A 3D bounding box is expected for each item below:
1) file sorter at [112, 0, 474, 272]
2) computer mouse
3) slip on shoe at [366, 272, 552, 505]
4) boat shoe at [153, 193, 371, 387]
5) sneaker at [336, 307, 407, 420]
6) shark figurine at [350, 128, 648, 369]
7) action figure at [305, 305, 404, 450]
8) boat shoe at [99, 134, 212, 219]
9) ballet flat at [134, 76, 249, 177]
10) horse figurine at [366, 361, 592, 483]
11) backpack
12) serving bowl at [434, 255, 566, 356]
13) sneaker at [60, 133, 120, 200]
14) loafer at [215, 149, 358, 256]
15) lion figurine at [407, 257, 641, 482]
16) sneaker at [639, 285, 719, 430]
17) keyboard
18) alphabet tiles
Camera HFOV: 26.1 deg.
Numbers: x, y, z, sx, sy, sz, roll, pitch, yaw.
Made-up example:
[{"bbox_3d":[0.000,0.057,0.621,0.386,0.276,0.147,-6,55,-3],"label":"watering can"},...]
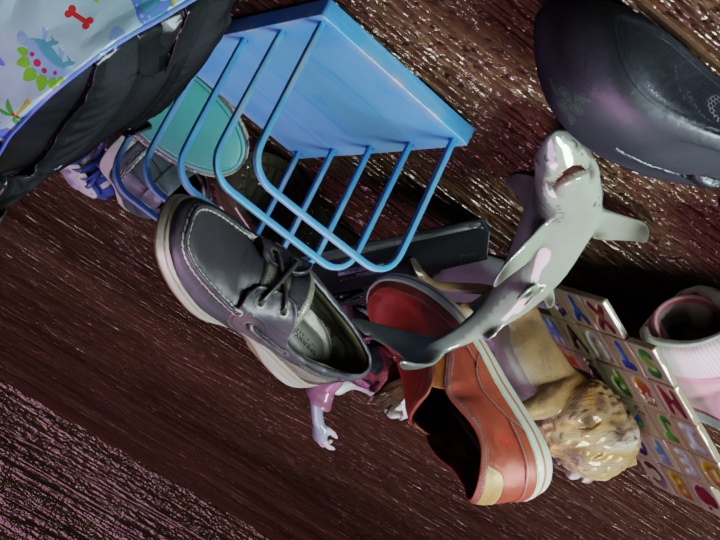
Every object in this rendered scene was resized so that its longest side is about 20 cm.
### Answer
[{"bbox_3d":[-0.055,-0.079,1.032,0.138,0.124,0.199,38,160,-30],"label":"file sorter"},{"bbox_3d":[0.172,-0.073,0.832,0.199,0.053,0.138,31,163,-12],"label":"computer mouse"},{"bbox_3d":[0.055,0.078,1.061,0.201,0.061,0.075,56,144,33],"label":"slip on shoe"},{"bbox_3d":[-0.056,0.015,0.988,0.064,0.073,0.200,-1,147,33],"label":"boat shoe"},{"bbox_3d":[0.059,0.104,1.450,0.198,0.081,0.077,16,158,28],"label":"sneaker"},{"bbox_3d":[0.097,-0.016,1.024,0.127,0.215,0.090,9,-140,-41],"label":"shark figurine"},{"bbox_3d":[0.009,0.066,1.320,0.132,0.151,0.200,-13,-175,-11],"label":"action figure"},{"bbox_3d":[-0.154,-0.063,1.245,0.062,0.073,0.200,44,178,10],"label":"boat shoe"},{"bbox_3d":[-0.167,-0.141,1.140,0.199,0.073,0.072,32,162,-16],"label":"ballet flat"},{"bbox_3d":[0.097,0.109,1.198,0.198,0.050,0.133,26,-164,-17],"label":"horse figurine"},{"bbox_3d":[-0.180,-0.148,0.921,0.148,0.183,0.200,54,145,-3],"label":"backpack"},{"bbox_3d":[0.123,0.063,1.266,0.198,0.066,0.200,24,163,8],"label":"serving bowl"},{"bbox_3d":[-0.216,-0.104,1.230,0.088,0.075,0.200,49,177,-1],"label":"sneaker"},{"bbox_3d":[-0.065,-0.030,1.261,0.067,0.077,0.200,6,154,34],"label":"loafer"},{"bbox_3d":[0.120,0.066,1.126,0.202,0.121,0.073,65,145,18],"label":"lion figurine"},{"bbox_3d":[0.226,0.055,1.099,0.105,0.075,0.200,53,165,-17],"label":"sneaker"},{"bbox_3d":[0.000,0.000,1.162,0.197,0.021,0.127,-11,160,-1],"label":"keyboard"},{"bbox_3d":[0.195,0.092,1.116,0.201,0.006,0.166,57,165,-20],"label":"alphabet tiles"}]
